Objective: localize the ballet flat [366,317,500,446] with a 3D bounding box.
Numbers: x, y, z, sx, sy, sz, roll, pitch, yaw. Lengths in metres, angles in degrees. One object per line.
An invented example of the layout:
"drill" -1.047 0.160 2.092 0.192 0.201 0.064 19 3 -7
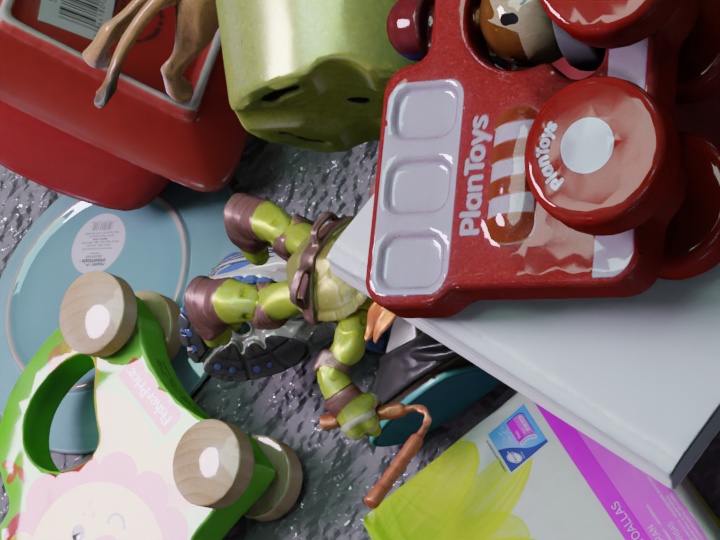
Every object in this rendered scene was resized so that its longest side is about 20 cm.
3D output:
"ballet flat" 0.061 0.027 1.215 0.200 0.068 0.069 -35 66 47

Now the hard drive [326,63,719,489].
"hard drive" 0.101 -0.003 1.112 0.199 0.026 0.132 32 72 24

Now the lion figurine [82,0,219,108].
"lion figurine" -0.070 -0.165 1.339 0.123 0.072 0.200 -51 -5 41

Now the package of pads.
"package of pads" 0.102 0.155 1.147 0.154 0.068 0.200 -40 48 8

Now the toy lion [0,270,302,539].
"toy lion" -0.141 0.132 1.326 0.192 0.069 0.200 -48 58 11

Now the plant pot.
"plant pot" -0.003 -0.166 1.220 0.199 0.200 0.186 -9 72 30

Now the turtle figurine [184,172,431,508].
"turtle figurine" -0.017 0.013 1.187 0.161 0.064 0.201 4 77 43

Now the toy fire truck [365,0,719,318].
"toy fire truck" 0.082 -0.080 1.073 0.167 0.112 0.202 -2 77 29

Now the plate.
"plate" -0.155 0.014 1.434 0.199 0.026 0.201 -17 57 27

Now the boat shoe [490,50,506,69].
"boat shoe" 0.108 -0.119 1.285 0.199 0.091 0.071 -1 64 34

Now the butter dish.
"butter dish" -0.170 -0.113 1.430 0.148 0.199 0.201 -54 15 42

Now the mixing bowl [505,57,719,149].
"mixing bowl" 0.171 -0.136 1.184 0.199 0.109 0.201 -2 49 2

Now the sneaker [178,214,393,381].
"sneaker" 0.000 0.000 1.300 0.199 0.078 0.085 -7 28 13
